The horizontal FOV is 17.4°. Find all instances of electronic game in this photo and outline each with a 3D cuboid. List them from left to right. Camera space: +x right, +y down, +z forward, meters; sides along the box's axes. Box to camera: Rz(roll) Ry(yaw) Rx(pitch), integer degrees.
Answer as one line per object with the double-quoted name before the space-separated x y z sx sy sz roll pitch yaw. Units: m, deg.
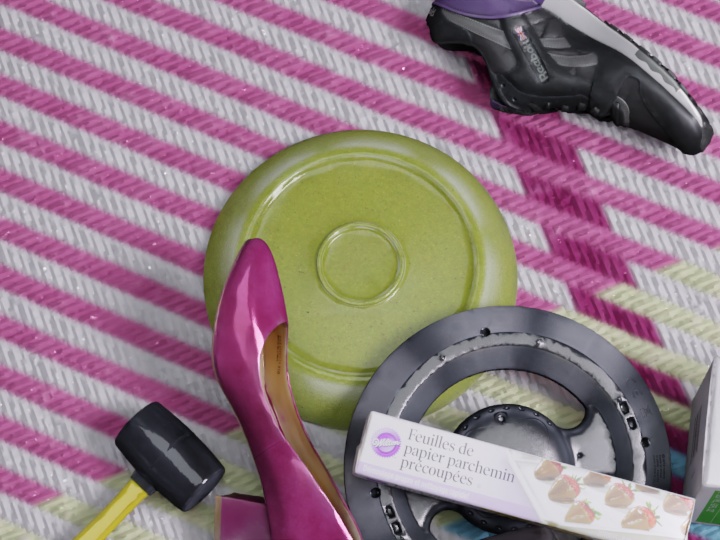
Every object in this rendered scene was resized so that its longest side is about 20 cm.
"electronic game" 0.089 0.121 1.429 0.200 0.042 0.200 0 81 -3

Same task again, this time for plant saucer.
"plant saucer" 0.000 0.000 1.480 0.200 0.031 0.200 0 73 0

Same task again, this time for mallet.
"mallet" -0.162 0.175 1.423 0.066 0.041 0.200 35 80 9

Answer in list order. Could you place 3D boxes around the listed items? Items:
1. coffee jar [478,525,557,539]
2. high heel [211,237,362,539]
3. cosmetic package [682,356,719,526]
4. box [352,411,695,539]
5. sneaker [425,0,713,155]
"coffee jar" 0.097 0.251 1.349 0.104 0.085 0.200 -18 86 -4
"high heel" -0.037 0.082 1.406 0.096 0.067 0.200 3 88 20
"cosmetic package" 0.299 0.112 1.403 0.200 0.108 0.085 7 72 4
"box" 0.096 0.128 1.387 0.200 0.041 0.039 15 81 -2
"sneaker" 0.131 -0.122 1.509 0.200 0.076 0.088 40 91 16
